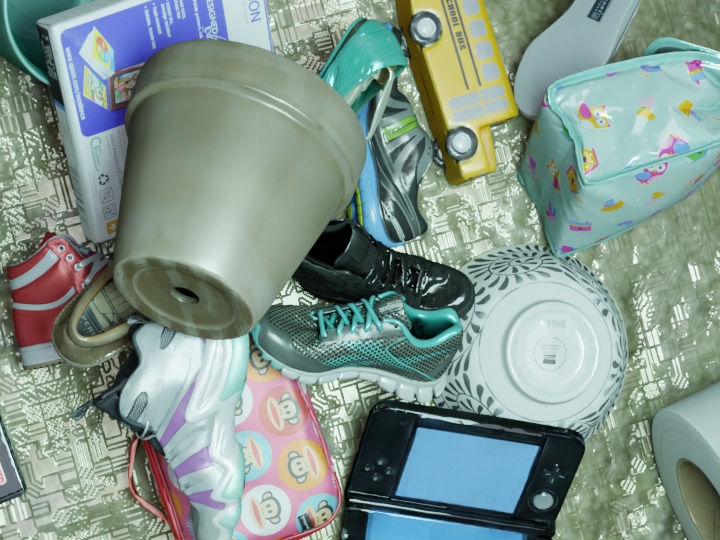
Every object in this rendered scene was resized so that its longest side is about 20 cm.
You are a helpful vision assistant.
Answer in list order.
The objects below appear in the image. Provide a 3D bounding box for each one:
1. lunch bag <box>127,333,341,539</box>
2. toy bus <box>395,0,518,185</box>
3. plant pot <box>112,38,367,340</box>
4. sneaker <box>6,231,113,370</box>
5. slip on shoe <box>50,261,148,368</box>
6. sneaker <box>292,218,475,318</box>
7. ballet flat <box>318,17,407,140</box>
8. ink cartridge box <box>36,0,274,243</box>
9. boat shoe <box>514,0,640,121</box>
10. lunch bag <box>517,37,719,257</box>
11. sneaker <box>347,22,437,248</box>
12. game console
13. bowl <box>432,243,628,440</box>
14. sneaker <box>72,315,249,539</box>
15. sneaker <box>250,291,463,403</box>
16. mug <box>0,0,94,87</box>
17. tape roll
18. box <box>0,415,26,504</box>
[{"bbox_3d":[-0.122,0.152,1.342,0.174,0.082,0.202,-20,89,-6],"label":"lunch bag"},{"bbox_3d":[0.087,-0.184,1.397,0.077,0.065,0.202,-18,90,-11],"label":"toy bus"},{"bbox_3d":[-0.111,-0.049,1.197,0.198,0.200,0.175,23,61,-7],"label":"plant pot"},{"bbox_3d":[-0.210,0.008,1.335,0.198,0.071,0.114,-15,93,-8],"label":"sneaker"},{"bbox_3d":[-0.172,0.005,1.278,0.199,0.061,0.076,-36,87,-24],"label":"slip on shoe"},{"bbox_3d":[0.001,-0.003,1.337,0.197,0.104,0.061,11,72,10],"label":"sneaker"},{"bbox_3d":[-0.030,-0.122,1.321,0.070,0.067,0.201,42,103,18],"label":"ballet flat"},{"bbox_3d":[-0.163,-0.148,1.309,0.198,0.043,0.200,-23,123,-26],"label":"ink cartridge box"},{"bbox_3d":[0.208,-0.218,1.419,0.071,0.066,0.201,26,79,15],"label":"boat shoe"},{"bbox_3d":[0.255,-0.116,1.363,0.198,0.171,0.123,-20,71,-9],"label":"lunch bag"},{"bbox_3d":[0.027,-0.122,1.388,0.082,0.071,0.202,-3,89,-22],"label":"sneaker"},{"bbox_3d":[0.089,0.226,1.346,0.197,0.117,0.177,10,126,-9],"label":"game console"},{"bbox_3d":[0.162,0.074,1.382,0.198,0.094,0.204,0,88,-10],"label":"bowl"},{"bbox_3d":[-0.165,0.131,1.244,0.138,0.078,0.203,1,95,-13],"label":"sneaker"},{"bbox_3d":[0.002,0.049,1.305,0.198,0.092,0.078,10,42,-29],"label":"sneaker"},{"bbox_3d":[-0.258,-0.225,1.308,0.151,0.114,0.187,-2,110,-36],"label":"mug"},{"bbox_3d":[0.367,0.187,1.356,0.138,0.203,0.205,-23,91,-10],"label":"tape roll"},{"bbox_3d":[-0.411,0.133,1.308,0.196,0.050,0.202,-20,91,-9],"label":"box"}]
